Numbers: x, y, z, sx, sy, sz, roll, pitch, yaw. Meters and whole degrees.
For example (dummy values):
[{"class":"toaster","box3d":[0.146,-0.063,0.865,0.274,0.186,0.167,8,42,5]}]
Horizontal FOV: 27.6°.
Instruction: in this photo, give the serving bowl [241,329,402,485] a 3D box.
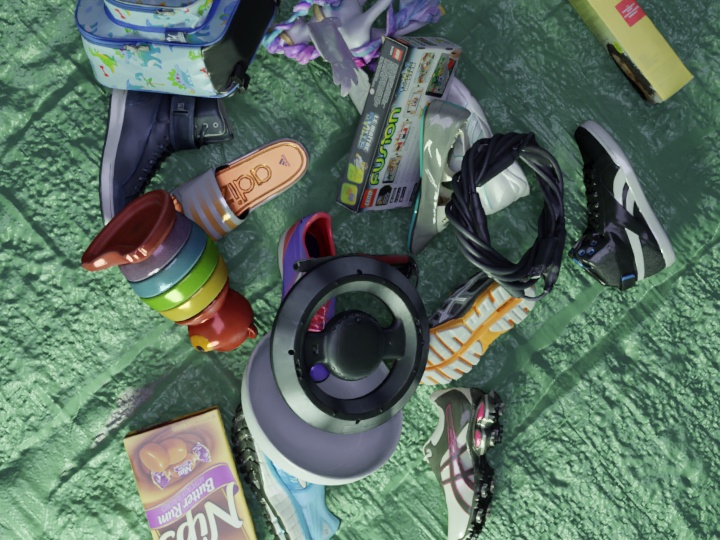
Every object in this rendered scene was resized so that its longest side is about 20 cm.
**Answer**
[{"class":"serving bowl","box3d":[-0.052,0.160,1.691,0.199,0.066,0.201,15,54,-22]}]

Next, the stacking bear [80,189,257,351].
[{"class":"stacking bear","box3d":[-0.199,0.015,1.672,0.200,0.121,0.114,50,51,-28]}]

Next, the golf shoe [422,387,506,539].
[{"class":"golf shoe","box3d":[0.117,0.237,1.739,0.088,0.077,0.201,7,87,16]}]

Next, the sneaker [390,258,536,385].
[{"class":"sneaker","box3d":[0.119,0.061,1.731,0.200,0.077,0.078,-36,123,14]}]

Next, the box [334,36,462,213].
[{"class":"box","box3d":[0.044,-0.166,1.673,0.035,0.110,0.201,31,114,32]}]

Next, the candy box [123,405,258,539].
[{"class":"candy box","box3d":[-0.192,0.271,1.718,0.116,0.056,0.201,-17,93,-4]}]

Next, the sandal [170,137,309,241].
[{"class":"sandal","box3d":[-0.153,-0.093,1.716,0.206,0.059,0.079,-34,92,-3]}]

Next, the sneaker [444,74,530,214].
[{"class":"sneaker","box3d":[0.118,-0.155,1.729,0.080,0.070,0.201,-33,93,0]}]

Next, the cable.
[{"class":"cable","box3d":[0.167,-0.073,1.663,0.163,0.051,0.201,27,61,-24]}]

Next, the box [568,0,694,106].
[{"class":"box","box3d":[0.309,-0.290,1.738,0.050,0.075,0.200,-37,91,-3]}]

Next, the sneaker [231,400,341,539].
[{"class":"sneaker","box3d":[-0.085,0.234,1.727,0.090,0.078,0.201,-23,91,-25]}]

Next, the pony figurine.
[{"class":"pony figurine","box3d":[-0.007,-0.273,1.695,0.200,0.167,0.193,-36,60,0]}]

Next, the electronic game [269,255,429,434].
[{"class":"electronic game","box3d":[-0.010,0.084,1.641,0.199,0.042,0.201,-3,96,-28]}]

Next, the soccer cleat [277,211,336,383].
[{"class":"soccer cleat","box3d":[-0.055,0.028,1.678,0.068,0.073,0.201,11,60,-27]}]

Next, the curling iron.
[{"class":"curling iron","box3d":[0.000,0.000,1.680,0.199,0.025,0.050,7,72,-47]}]

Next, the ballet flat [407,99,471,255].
[{"class":"ballet flat","box3d":[0.094,-0.099,1.690,0.063,0.067,0.201,12,122,10]}]

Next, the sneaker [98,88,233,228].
[{"class":"sneaker","box3d":[-0.224,-0.131,1.702,0.145,0.077,0.204,7,89,-1]}]

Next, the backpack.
[{"class":"backpack","box3d":[-0.216,-0.296,1.639,0.199,0.147,0.184,2,50,19]}]

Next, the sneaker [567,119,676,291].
[{"class":"sneaker","box3d":[0.281,-0.068,1.737,0.112,0.073,0.201,-31,94,-5]}]
